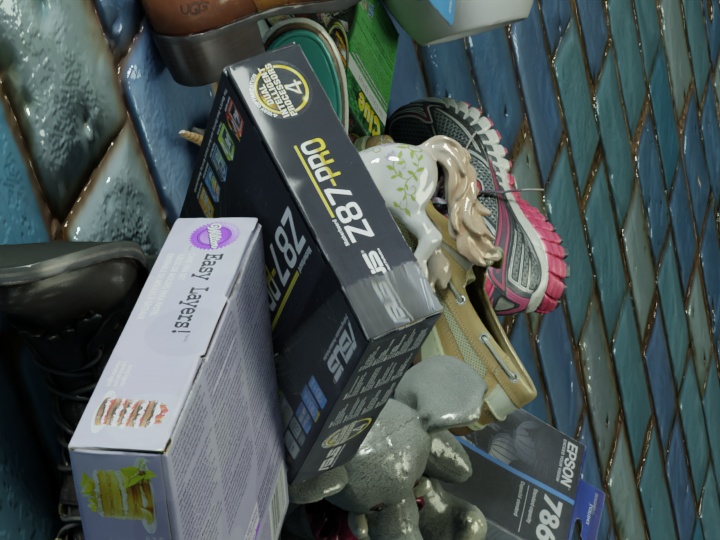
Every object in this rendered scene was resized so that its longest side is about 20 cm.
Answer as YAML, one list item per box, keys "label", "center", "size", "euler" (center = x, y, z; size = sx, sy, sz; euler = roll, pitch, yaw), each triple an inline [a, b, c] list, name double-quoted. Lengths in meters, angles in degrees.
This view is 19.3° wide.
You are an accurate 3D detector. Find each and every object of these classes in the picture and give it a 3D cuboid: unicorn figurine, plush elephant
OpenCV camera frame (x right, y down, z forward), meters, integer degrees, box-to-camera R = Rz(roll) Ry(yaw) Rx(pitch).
- label: "unicorn figurine"
  center: [-0.020, -0.037, 1.271]
  size: [0.199, 0.074, 0.138]
  euler: [-14, 103, -25]
- label: "plush elephant"
  center: [0.002, 0.127, 1.255]
  size: [0.201, 0.164, 0.155]
  euler: [70, -17, -10]

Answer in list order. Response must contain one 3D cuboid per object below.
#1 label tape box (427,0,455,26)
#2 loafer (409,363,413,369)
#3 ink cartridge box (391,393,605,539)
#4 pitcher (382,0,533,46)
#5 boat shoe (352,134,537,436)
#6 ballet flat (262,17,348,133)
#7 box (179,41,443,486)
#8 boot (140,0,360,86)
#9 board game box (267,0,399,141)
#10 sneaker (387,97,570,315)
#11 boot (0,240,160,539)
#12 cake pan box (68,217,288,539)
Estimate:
- label: "label tape box"
  center: [-0.008, -0.255, 1.340]
  size: [0.200, 0.066, 0.144]
  euler: [35, 55, -52]
- label: "loafer"
  center: [0.000, 0.000, 1.420]
  size: [0.073, 0.071, 0.201]
  euler: [47, 27, -30]
- label: "ink cartridge box"
  center: [0.088, 0.135, 1.418]
  size: [0.199, 0.039, 0.100]
  euler: [31, 49, -17]
- label: "pitcher"
  center: [0.040, -0.260, 1.475]
  size: [0.171, 0.121, 0.201]
  euler: [-18, 95, -49]
- label: "boat shoe"
  center: [0.057, -0.001, 1.345]
  size: [0.201, 0.076, 0.072]
  euler: [67, 21, 3]
- label: "ballet flat"
  center: [-0.038, -0.070, 1.326]
  size: [0.070, 0.069, 0.201]
  euler: [-57, 146, -57]
- label: "box"
  center: [-0.034, 0.002, 1.105]
  size: [0.162, 0.049, 0.200]
  euler: [61, -24, 17]
- label: "boot"
  center: [-0.064, -0.231, 1.171]
  size: [0.188, 0.068, 0.201]
  euler: [-32, 126, -21]
- label: "board game box"
  center: [-0.019, -0.169, 1.422]
  size: [0.200, 0.023, 0.105]
  euler: [56, 36, -56]
- label: "sneaker"
  center: [0.071, -0.050, 1.500]
  size: [0.200, 0.074, 0.081]
  euler: [56, -41, 37]
- label: "boot"
  center: [-0.131, 0.076, 1.037]
  size: [0.200, 0.069, 0.176]
  euler: [15, 75, -72]
- label: "cake pan box"
  center: [-0.081, 0.098, 1.035]
  size: [0.200, 0.052, 0.185]
  euler: [-72, 163, -53]
